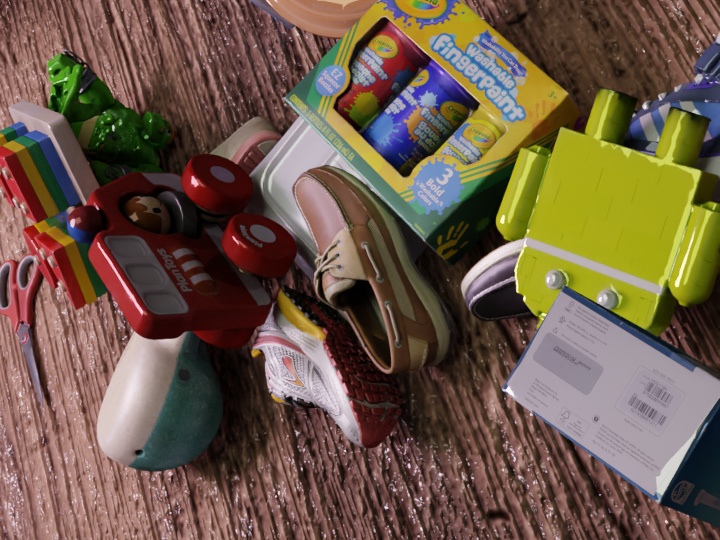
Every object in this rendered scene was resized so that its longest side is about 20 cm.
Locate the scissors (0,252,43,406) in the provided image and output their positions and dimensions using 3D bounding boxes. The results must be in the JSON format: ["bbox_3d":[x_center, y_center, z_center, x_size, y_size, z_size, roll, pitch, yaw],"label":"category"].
[{"bbox_3d":[-0.371,0.069,1.650,0.073,0.014,0.201,-26,58,28],"label":"scissors"}]

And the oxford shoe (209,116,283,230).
[{"bbox_3d":[-0.143,-0.065,1.480,0.200,0.071,0.074,-45,34,9],"label":"oxford shoe"}]

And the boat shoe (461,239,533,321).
[{"bbox_3d":[0.167,0.007,1.171,0.200,0.072,0.065,-19,56,27],"label":"boat shoe"}]

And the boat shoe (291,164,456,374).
[{"bbox_3d":[0.000,0.000,1.264,0.200,0.074,0.076,55,142,17],"label":"boat shoe"}]

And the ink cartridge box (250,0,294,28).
[{"bbox_3d":[-0.093,-0.367,1.543,0.146,0.084,0.200,-50,49,12],"label":"ink cartridge box"}]

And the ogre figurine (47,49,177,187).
[{"bbox_3d":[-0.259,-0.138,1.565,0.200,0.120,0.098,38,94,42],"label":"ogre figurine"}]

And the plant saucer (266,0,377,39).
[{"bbox_3d":[-0.016,-0.320,1.420,0.200,0.032,0.201,1,94,15],"label":"plant saucer"}]

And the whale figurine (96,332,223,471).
[{"bbox_3d":[-0.175,0.099,1.422,0.159,0.104,0.200,-54,19,40],"label":"whale figurine"}]

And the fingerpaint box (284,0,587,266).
[{"bbox_3d":[0.061,-0.135,1.273,0.167,0.073,0.200,-45,61,4],"label":"fingerpaint box"}]

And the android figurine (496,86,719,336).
[{"bbox_3d":[0.182,-0.028,1.102,0.182,0.041,0.201,25,99,35],"label":"android figurine"}]

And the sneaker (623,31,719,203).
[{"bbox_3d":[0.256,-0.124,1.148,0.200,0.081,0.147,4,69,44],"label":"sneaker"}]

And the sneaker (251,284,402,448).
[{"bbox_3d":[-0.032,0.096,1.309,0.082,0.078,0.200,-57,37,12],"label":"sneaker"}]

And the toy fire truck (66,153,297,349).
[{"bbox_3d":[-0.167,-0.019,1.335,0.200,0.168,0.112,53,126,33],"label":"toy fire truck"}]

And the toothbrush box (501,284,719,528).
[{"bbox_3d":[0.214,0.103,0.999,0.146,0.200,0.085,35,95,44],"label":"toothbrush box"}]

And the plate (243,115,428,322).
[{"bbox_3d":[-0.006,-0.085,1.359,0.200,0.032,0.200,-50,59,10],"label":"plate"}]

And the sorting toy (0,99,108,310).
[{"bbox_3d":[-0.297,-0.055,1.472,0.069,0.199,0.200,-29,20,-16],"label":"sorting toy"}]
